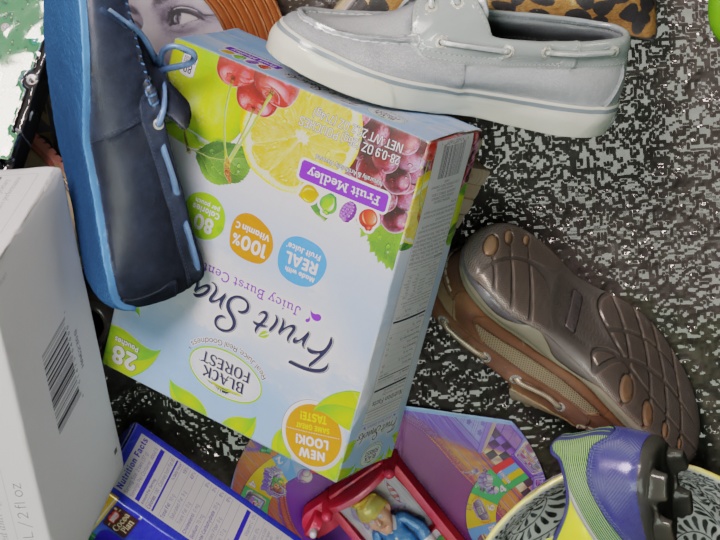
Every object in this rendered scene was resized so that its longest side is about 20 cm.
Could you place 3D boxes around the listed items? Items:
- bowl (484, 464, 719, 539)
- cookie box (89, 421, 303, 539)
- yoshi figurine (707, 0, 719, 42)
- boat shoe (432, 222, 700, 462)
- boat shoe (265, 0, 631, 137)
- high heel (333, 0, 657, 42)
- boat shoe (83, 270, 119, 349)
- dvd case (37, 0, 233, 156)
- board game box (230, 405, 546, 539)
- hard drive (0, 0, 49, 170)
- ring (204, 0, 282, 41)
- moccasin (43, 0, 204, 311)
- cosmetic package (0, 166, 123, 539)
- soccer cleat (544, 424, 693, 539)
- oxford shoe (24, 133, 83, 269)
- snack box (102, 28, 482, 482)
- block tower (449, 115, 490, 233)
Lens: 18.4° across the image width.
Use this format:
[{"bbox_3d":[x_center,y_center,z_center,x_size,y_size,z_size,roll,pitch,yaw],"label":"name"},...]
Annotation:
[{"bbox_3d":[0.154,0.187,1.323,0.200,0.094,0.201,-1,108,-2],"label":"bowl"},{"bbox_3d":[-0.110,0.218,1.347,0.200,0.075,0.171,36,120,-7],"label":"cookie box"},{"bbox_3d":[0.209,-0.220,1.207,0.112,0.112,0.200,-5,95,-37],"label":"yoshi figurine"},{"bbox_3d":[0.119,0.049,1.304,0.200,0.076,0.072,42,136,-19],"label":"boat shoe"},{"bbox_3d":[0.051,-0.124,1.185,0.200,0.070,0.072,9,113,-18],"label":"boat shoe"},{"bbox_3d":[0.063,-0.126,1.241,0.143,0.071,0.200,44,98,-6],"label":"high heel"},{"bbox_3d":[-0.222,0.034,1.301,0.200,0.073,0.075,-20,107,19],"label":"boat shoe"},{"bbox_3d":[-0.143,-0.109,1.289,0.148,0.016,0.200,-6,107,6],"label":"dvd case"},{"bbox_3d":[0.016,0.162,1.354,0.200,0.039,0.158,8,108,1],"label":"board game box"},{"bbox_3d":[-0.224,-0.157,1.216,0.139,0.038,0.200,15,79,6],"label":"hard drive"},{"bbox_3d":[-0.138,-0.113,1.269,0.200,0.019,0.201,1,109,2],"label":"ring"},{"bbox_3d":[-0.124,-0.081,1.180,0.068,0.080,0.200,-12,111,-21],"label":"moccasin"},{"bbox_3d":[-0.253,0.059,1.186,0.200,0.123,0.200,0,121,14],"label":"cosmetic package"},{"bbox_3d":[0.143,0.178,1.249,0.084,0.065,0.200,7,114,26],"label":"soccer cleat"},{"bbox_3d":[-0.234,-0.056,1.255,0.200,0.074,0.071,34,131,12],"label":"oxford shoe"},{"bbox_3d":[-0.041,-0.010,1.218,0.168,0.068,0.200,24,112,26],"label":"snack box"},{"bbox_3d":[0.000,0.000,1.280,0.058,0.054,0.200,9,118,-40],"label":"block tower"}]
